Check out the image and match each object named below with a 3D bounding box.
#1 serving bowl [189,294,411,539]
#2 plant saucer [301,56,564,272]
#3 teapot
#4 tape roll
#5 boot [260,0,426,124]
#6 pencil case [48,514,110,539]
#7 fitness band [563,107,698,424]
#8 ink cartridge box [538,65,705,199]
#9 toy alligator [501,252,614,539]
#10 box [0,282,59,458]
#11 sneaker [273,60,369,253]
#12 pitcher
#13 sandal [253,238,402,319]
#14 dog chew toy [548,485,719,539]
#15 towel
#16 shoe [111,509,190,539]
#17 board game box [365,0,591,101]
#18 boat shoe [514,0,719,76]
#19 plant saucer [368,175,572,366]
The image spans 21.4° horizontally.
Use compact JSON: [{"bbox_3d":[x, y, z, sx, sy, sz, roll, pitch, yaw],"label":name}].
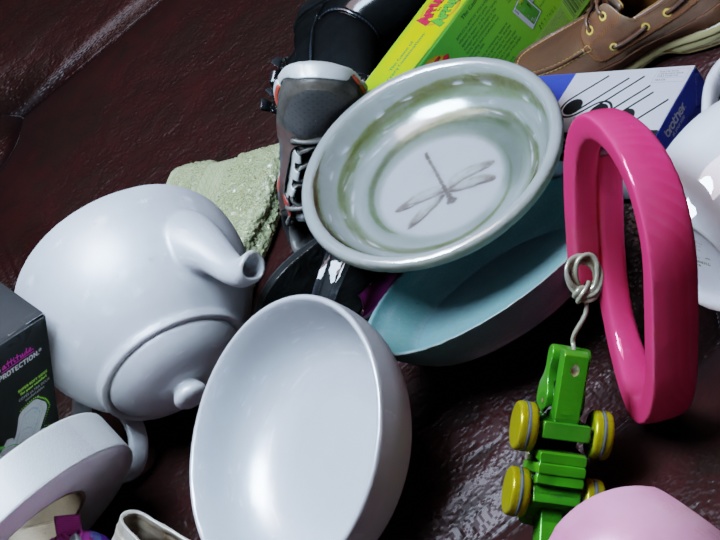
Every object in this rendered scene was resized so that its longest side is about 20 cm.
[{"bbox_3d":[-0.031,0.120,1.285,0.199,0.065,0.202,-21,62,45],"label":"serving bowl"},{"bbox_3d":[0.056,-0.067,1.372,0.199,0.050,0.201,-15,46,15],"label":"plant saucer"},{"bbox_3d":[-0.158,0.046,1.435,0.196,0.200,0.147,-30,61,-4],"label":"teapot"},{"bbox_3d":[-0.249,0.186,1.369,0.203,0.203,0.037,-44,77,-6],"label":"tape roll"},{"bbox_3d":[0.003,-0.202,1.658,0.198,0.073,0.163,-29,31,30],"label":"boot"},{"bbox_3d":[-0.174,0.249,1.291,0.088,0.088,0.200,-43,36,-5],"label":"pencil case"},{"bbox_3d":[0.165,-0.002,1.153,0.037,0.201,0.144,-14,34,-10],"label":"fitness band"},{"bbox_3d":[0.156,-0.099,1.407,0.199,0.044,0.094,1,49,46],"label":"ink cartridge box"},{"bbox_3d":[0.121,0.090,1.168,0.054,0.059,0.202,163,114,-82],"label":"toy alligator"},{"bbox_3d":[-0.317,0.100,1.425,0.148,0.201,0.124,32,50,29],"label":"box"},{"bbox_3d":[-0.031,-0.080,1.479,0.076,0.201,0.082,2,57,1],"label":"sneaker"},{"bbox_3d":[0.253,-0.074,1.215,0.200,0.122,0.171,-43,34,-20],"label":"pitcher"},{"bbox_3d":[0.000,-0.001,1.421,0.200,0.075,0.048,-41,29,-2],"label":"sandal"},{"bbox_3d":[0.123,0.215,1.010,0.200,0.124,0.124,-53,34,-4],"label":"dog chew toy"},{"bbox_3d":[-0.134,-0.025,1.622,0.148,0.037,0.201,-11,43,36],"label":"towel"},{"bbox_3d":[-0.093,0.217,1.221,0.199,0.070,0.054,26,114,34],"label":"shoe"},{"bbox_3d":[0.095,-0.181,1.513,0.047,0.102,0.201,10,57,51],"label":"board game box"},{"bbox_3d":[0.199,-0.190,1.449,0.199,0.068,0.072,-20,38,29],"label":"boat shoe"},{"bbox_3d":[0.095,0.007,1.319,0.199,0.036,0.200,-32,18,12],"label":"plant saucer"}]
